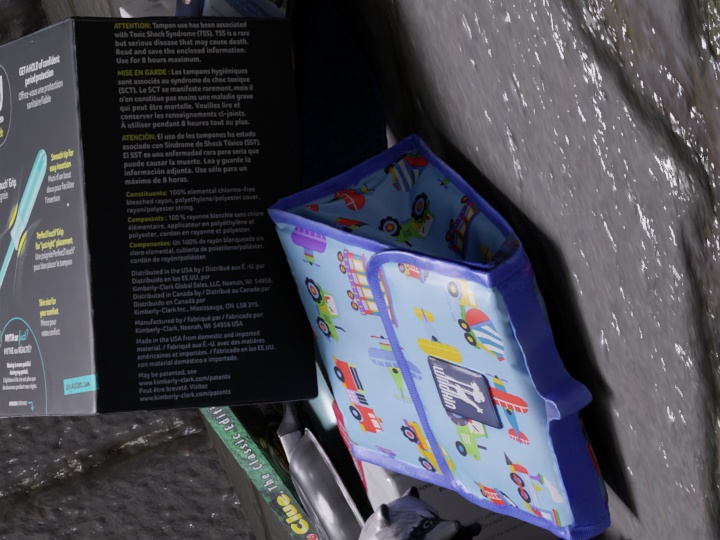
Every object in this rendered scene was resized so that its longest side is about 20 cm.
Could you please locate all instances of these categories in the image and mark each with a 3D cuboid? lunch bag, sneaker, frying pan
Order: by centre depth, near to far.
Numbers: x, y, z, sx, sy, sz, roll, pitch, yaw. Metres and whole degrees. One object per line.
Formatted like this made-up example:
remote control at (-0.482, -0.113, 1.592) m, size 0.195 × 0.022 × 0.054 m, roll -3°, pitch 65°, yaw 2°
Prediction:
lunch bag at (0.057, 0.038, 1.285) m, size 0.200 × 0.094 × 0.151 m, roll 28°, pitch 141°, yaw 59°
sneaker at (-0.031, -0.106, 1.499) m, size 0.078 × 0.070 × 0.200 m, roll 85°, pitch 168°, yaw -69°
frying pan at (-0.029, 0.114, 1.565) m, size 0.190 × 0.031 × 0.115 m, roll 61°, pitch 173°, yaw 7°

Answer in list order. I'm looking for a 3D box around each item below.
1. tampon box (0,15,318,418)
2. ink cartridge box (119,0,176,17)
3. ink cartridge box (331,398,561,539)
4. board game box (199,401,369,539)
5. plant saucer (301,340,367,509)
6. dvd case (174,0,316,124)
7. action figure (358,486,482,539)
tampon box at (-0.115, -0.026, 1.397) m, size 0.150 × 0.126 × 0.200 m, roll -6°, pitch 87°, yaw 62°
ink cartridge box at (-0.087, -0.095, 1.824) m, size 0.146 × 0.084 × 0.200 m, roll -135°, pitch 25°, yaw -72°
ink cartridge box at (0.064, 0.166, 1.503) m, size 0.148 × 0.086 × 0.200 m, roll -134°, pitch 22°, yaw -69°
board game box at (-0.044, 0.101, 1.641) m, size 0.200 × 0.023 × 0.105 m, roll 56°, pitch -154°, yaw -14°
plant saucer at (0.007, 0.101, 1.672) m, size 0.200 × 0.027 × 0.200 m, roll 55°, pitch -169°, yaw -16°
dvd case at (-0.064, -0.141, 1.441) m, size 0.143 × 0.018 × 0.200 m, roll 44°, pitch 131°, yaw 52°
action figure at (0.056, 0.198, 1.328) m, size 0.200 × 0.105 × 0.194 m, roll -36°, pitch 73°, yaw 52°
